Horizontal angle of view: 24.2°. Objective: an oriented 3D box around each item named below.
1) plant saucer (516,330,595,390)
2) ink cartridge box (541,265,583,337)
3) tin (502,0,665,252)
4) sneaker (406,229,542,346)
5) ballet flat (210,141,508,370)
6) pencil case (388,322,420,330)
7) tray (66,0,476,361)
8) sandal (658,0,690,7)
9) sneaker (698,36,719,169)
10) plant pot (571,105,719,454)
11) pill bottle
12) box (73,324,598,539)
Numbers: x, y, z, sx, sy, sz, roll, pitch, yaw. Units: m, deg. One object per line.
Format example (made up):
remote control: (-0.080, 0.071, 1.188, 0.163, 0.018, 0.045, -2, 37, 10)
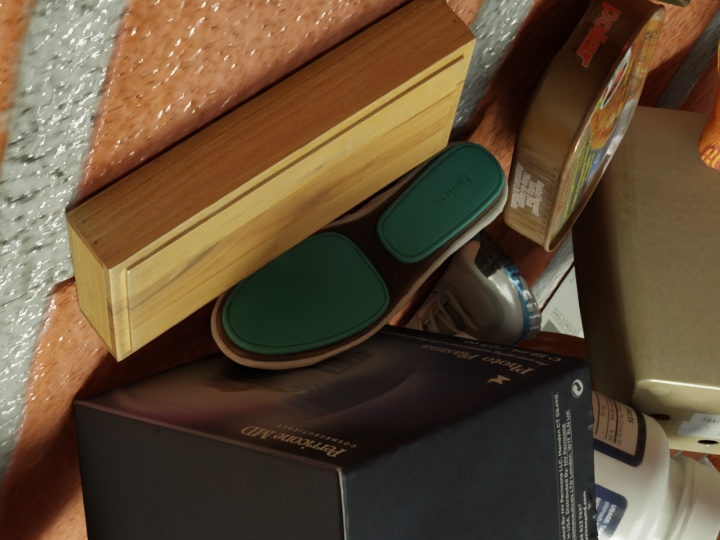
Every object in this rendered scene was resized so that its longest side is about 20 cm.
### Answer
plant saucer: (0.128, 0.109, 1.232, 0.199, 0.199, 0.038, -26, 129, -38)
ink cartridge box: (0.239, -0.009, 1.423, 0.173, 0.044, 0.200, -27, 159, -33)
tin: (0.123, -0.083, 0.948, 0.112, 0.042, 0.200, -61, 169, -19)
sneaker: (0.065, 0.043, 1.143, 0.086, 0.075, 0.200, -29, 160, -15)
ballet flat: (0.000, 0.000, 0.915, 0.200, 0.069, 0.070, -36, 163, -26)
pencil case: (-0.027, 0.113, 1.106, 0.089, 0.078, 0.200, -7, 146, -36)
tray: (-0.039, -0.042, 0.767, 0.199, 0.037, 0.099, -33, 161, -19)
sandal: (0.109, -0.167, 0.735, 0.055, 0.081, 0.200, -62, 155, -1)
sneaker: (0.250, -0.151, 1.016, 0.073, 0.077, 0.201, -22, 142, -45)
plant pot: (0.249, 0.022, 1.139, 0.198, 0.178, 0.200, 7, 157, 1)
pill bottle: (0.128, 0.128, 1.079, 0.111, 0.199, 0.112, -156, -90, -83)
box: (-0.011, 0.111, 0.883, 0.198, 0.199, 0.124, -19, 109, -45)
